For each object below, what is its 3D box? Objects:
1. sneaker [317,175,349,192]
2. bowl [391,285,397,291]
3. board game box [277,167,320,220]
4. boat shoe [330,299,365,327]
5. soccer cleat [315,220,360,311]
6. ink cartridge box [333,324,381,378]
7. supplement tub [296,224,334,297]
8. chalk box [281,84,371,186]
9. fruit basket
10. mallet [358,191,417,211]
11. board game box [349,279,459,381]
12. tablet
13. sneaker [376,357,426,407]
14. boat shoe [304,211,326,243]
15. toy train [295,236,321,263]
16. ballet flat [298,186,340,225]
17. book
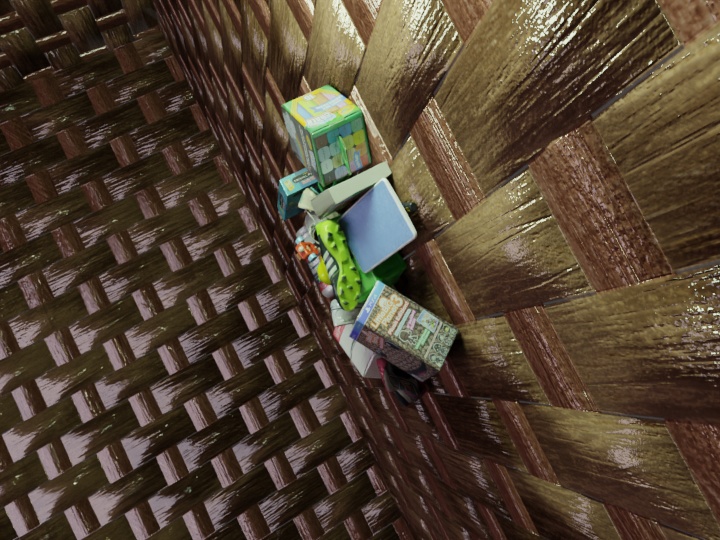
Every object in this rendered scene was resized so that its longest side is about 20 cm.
[{"bbox_3d":[-0.066,-0.211,1.334,0.075,0.082,0.201,57,165,19],"label":"sneaker"},{"bbox_3d":[0.057,0.125,1.456,0.203,0.092,0.203,55,163,26],"label":"bowl"},{"bbox_3d":[-0.141,-0.212,1.464,0.048,0.148,0.200,60,165,7],"label":"board game box"},{"bbox_3d":[0.024,0.105,1.319,0.074,0.193,0.069,128,140,-73],"label":"boat shoe"},{"bbox_3d":[-0.049,-0.012,1.221,0.080,0.066,0.206,14,122,60],"label":"soccer cleat"},{"bbox_3d":[0.031,0.207,1.550,0.200,0.143,0.084,48,119,49],"label":"ink cartridge box"},{"bbox_3d":[-0.086,-0.041,1.579,0.204,0.138,0.140,61,165,6],"label":"supplement tub"},{"bbox_3d":[-0.059,-0.270,1.140,0.200,0.122,0.127,48,159,42],"label":"chalk box"},{"bbox_3d":[-0.012,-0.033,1.302,0.214,0.153,0.220,38,142,37],"label":"fruit basket"},{"bbox_3d":[0.053,-0.136,1.130,0.066,0.041,0.199,49,165,-13],"label":"mallet"},{"bbox_3d":[0.087,0.134,1.192,0.197,0.098,0.160,30,160,4],"label":"board game box"},{"bbox_3d":[0.028,-0.086,1.132,0.199,0.013,0.132,-35,83,52],"label":"tablet"},{"bbox_3d":[0.103,0.276,1.445,0.200,0.074,0.082,48,-164,-44],"label":"sneaker"},{"bbox_3d":[-0.099,-0.101,1.443,0.069,0.072,0.200,13,-156,-44],"label":"boat shoe"},{"bbox_3d":[-0.092,0.004,1.435,0.201,0.056,0.149,51,-158,11],"label":"toy train"},{"bbox_3d":[-0.068,-0.122,1.359,0.198,0.070,0.069,36,174,-20],"label":"ballet flat"},{"bbox_3d":[-0.024,-0.168,1.166,0.049,0.131,0.200,62,166,-4],"label":"book"}]
